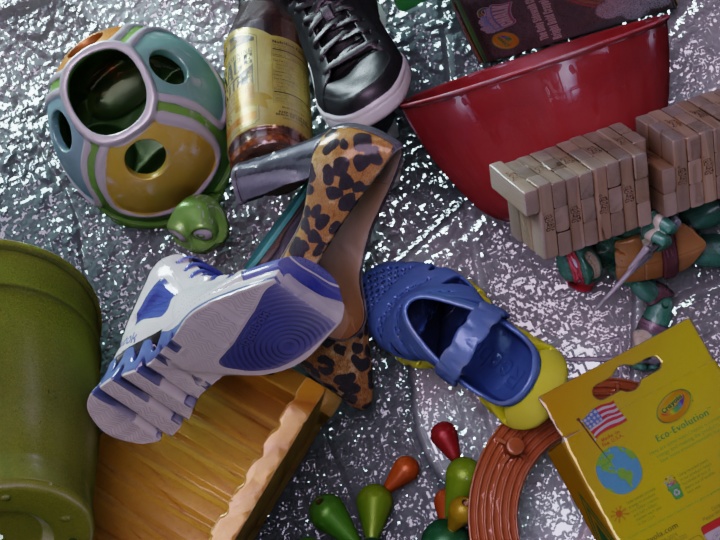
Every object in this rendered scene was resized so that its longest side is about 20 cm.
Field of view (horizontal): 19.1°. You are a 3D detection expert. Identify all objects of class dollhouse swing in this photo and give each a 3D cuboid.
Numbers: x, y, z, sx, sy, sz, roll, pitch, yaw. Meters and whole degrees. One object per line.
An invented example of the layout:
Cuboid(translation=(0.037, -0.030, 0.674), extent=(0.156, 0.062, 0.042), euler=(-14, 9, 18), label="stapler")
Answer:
Cuboid(translation=(-0.126, 0.133, 1.478), extent=(0.181, 0.176, 0.200), euler=(28, 77, 18), label="dollhouse swing")

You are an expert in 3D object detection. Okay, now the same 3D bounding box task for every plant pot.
Cuboid(translation=(-0.262, 0.117, 1.483), extent=(0.200, 0.201, 0.193), euler=(-25, 49, 6), label="plant pot")

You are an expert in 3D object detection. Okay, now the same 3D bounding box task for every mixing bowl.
Cuboid(translation=(0.135, -0.097, 1.495), extent=(0.199, 0.200, 0.109), euler=(-17, 97, 9), label="mixing bowl")

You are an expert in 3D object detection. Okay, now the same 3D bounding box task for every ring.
Cuboid(translation=(0.172, 0.170, 1.460), extent=(0.200, 0.019, 0.201), euler=(2, 74, -6), label="ring")

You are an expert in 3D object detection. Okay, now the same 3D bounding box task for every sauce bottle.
Cuboid(translation=(-0.070, -0.148, 1.581), extent=(0.066, 0.066, 0.201), euler=(-14, 50, 10), label="sauce bottle")

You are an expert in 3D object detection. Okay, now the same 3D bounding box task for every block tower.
Cuboid(translation=(0.186, -0.066, 1.406), extent=(0.199, 0.058, 0.054), euler=(-18, 28, -17), label="block tower")

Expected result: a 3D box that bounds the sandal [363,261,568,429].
Cuboid(translation=(0.058, 0.037, 1.492), extent=(0.200, 0.087, 0.080), euler=(26, 84, 48), label="sandal")

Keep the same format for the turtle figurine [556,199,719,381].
Cuboid(translation=(0.211, -0.011, 1.477), extent=(0.199, 0.150, 0.101), euler=(-17, 55, 0), label="turtle figurine")

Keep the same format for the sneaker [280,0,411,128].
Cuboid(translation=(-0.027, -0.180, 1.524), extent=(0.073, 0.112, 0.200), euler=(-32, 27, 9), label="sneaker")

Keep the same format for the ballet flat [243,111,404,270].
Cuboid(translation=(-0.012, -0.062, 1.575), extent=(0.073, 0.073, 0.200), euler=(26, 78, 18), label="ballet flat")

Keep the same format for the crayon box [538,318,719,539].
Cuboid(translation=(0.215, 0.149, 1.435), extent=(0.127, 0.051, 0.200), euler=(-25, 80, -13), label="crayon box")

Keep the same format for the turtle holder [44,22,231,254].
Cuboid(translation=(-0.164, -0.094, 1.578), extent=(0.140, 0.132, 0.186), euler=(-6, 75, 11), label="turtle holder")

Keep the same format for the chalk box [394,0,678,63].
Cuboid(translation=(0.115, -0.240, 1.548), extent=(0.199, 0.124, 0.124), euler=(-15, 68, 8), label="chalk box")

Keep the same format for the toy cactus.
Cuboid(translation=(0.026, 0.217, 1.488), extent=(0.200, 0.102, 0.165), euler=(-39, 81, -7), label="toy cactus")

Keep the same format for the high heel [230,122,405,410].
Cuboid(translation=(0.000, 0.000, 1.471), extent=(0.142, 0.071, 0.201), euler=(-14, 104, 40), label="high heel")

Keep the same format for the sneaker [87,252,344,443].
Cuboid(translation=(-0.104, 0.026, 1.454), extent=(0.199, 0.081, 0.115), euler=(-31, 35, 31), label="sneaker")
